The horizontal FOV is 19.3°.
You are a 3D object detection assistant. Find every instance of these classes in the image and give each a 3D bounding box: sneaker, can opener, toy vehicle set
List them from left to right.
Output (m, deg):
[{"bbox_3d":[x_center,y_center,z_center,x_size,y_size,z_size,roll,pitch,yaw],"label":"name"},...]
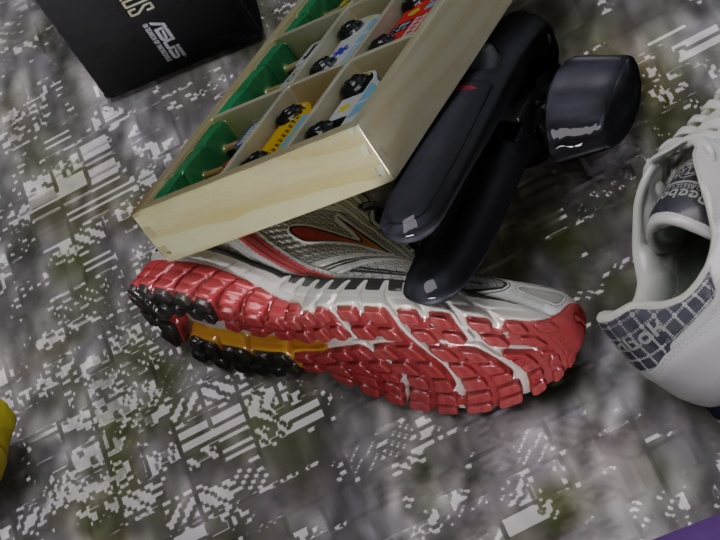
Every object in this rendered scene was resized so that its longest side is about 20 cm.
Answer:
[{"bbox_3d":[-0.002,-0.087,0.882,0.124,0.027,0.200,-19,26,38],"label":"toy vehicle set"},{"bbox_3d":[0.000,0.000,0.866,0.199,0.078,0.082,12,63,28],"label":"sneaker"},{"bbox_3d":[0.050,-0.052,0.843,0.078,0.064,0.200,-16,17,31],"label":"can opener"},{"bbox_3d":[0.154,-0.041,0.812,0.076,0.080,0.201,-32,32,58],"label":"sneaker"}]

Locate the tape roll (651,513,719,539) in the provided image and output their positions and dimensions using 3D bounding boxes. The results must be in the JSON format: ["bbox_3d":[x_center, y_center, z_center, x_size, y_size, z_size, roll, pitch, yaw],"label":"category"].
[{"bbox_3d":[0.109,0.179,0.627,0.085,0.200,0.201,-23,53,8],"label":"tape roll"}]

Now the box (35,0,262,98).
[{"bbox_3d":[-0.129,-0.214,1.004,0.086,0.164,0.201,-21,53,9],"label":"box"}]

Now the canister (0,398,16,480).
[{"bbox_3d":[-0.241,0.136,0.875,0.148,0.087,0.201,3,62,25],"label":"canister"}]
